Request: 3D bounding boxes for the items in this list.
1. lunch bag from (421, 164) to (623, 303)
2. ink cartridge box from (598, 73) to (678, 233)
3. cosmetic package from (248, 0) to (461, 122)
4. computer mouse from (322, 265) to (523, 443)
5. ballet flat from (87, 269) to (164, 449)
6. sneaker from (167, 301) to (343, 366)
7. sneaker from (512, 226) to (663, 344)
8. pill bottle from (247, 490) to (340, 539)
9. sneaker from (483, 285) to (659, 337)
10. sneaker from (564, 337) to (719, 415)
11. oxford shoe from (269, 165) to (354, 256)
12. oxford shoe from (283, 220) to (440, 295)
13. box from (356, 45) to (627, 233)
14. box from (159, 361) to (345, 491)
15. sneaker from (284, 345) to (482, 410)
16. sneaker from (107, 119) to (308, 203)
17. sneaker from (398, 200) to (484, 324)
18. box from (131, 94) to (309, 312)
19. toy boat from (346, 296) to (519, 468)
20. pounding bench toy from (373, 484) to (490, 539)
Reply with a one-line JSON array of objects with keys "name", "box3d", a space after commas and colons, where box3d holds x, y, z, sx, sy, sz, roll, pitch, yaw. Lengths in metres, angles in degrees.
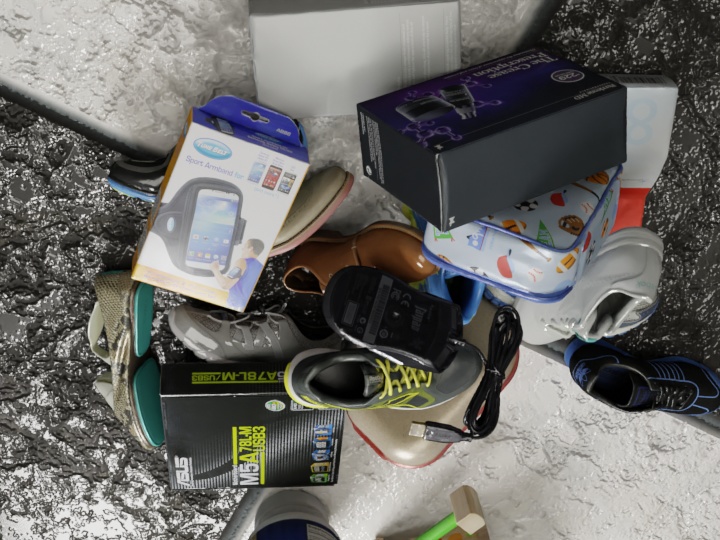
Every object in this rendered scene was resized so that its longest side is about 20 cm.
[{"name": "lunch bag", "box3d": [0.149, -0.060, 1.087, 0.158, 0.200, 0.076, 18, 127, 19]}, {"name": "ink cartridge box", "box3d": [0.229, -0.100, 1.204, 0.158, 0.047, 0.203, 0, 114, -5]}, {"name": "cosmetic package", "box3d": [-0.006, -0.209, 1.107, 0.197, 0.090, 0.108, -2, 118, -2]}, {"name": "computer mouse", "box3d": [0.048, 0.083, 1.100, 0.197, 0.046, 0.142, 15, 79, -13]}, {"name": "ballet flat", "box3d": [-0.251, 0.093, 1.247, 0.074, 0.068, 0.203, 4, 112, 17]}, {"name": "sneaker", "box3d": [-0.108, 0.063, 1.243, 0.198, 0.075, 0.083, 17, 107, -26]}, {"name": "sneaker", "box3d": [0.214, 0.038, 1.143, 0.075, 0.089, 0.200, 22, 143, -21]}, {"name": "pill bottle", "box3d": [-0.073, 0.342, 1.301, 0.118, 0.201, 0.121, -2, 116, -5]}, {"name": "sneaker", "box3d": [0.227, 0.013, 1.224, 0.197, 0.078, 0.085, 8, 149, -12]}, {"name": "sneaker", "box3d": [0.324, 0.133, 1.310, 0.197, 0.078, 0.071, 14, 114, -12]}, {"name": "oxford shoe", "box3d": [-0.099, -0.055, 1.180, 0.199, 0.071, 0.075, -32, 112, 10]}, {"name": "oxford shoe", "box3d": [0.000, 0.000, 1.150, 0.199, 0.071, 0.072, -7, 124, 48]}, {"name": "box", "box3d": [0.117, -0.122, 1.042, 0.198, 0.141, 0.080, -21, 126, -22]}, {"name": "box", "box3d": [-0.115, 0.169, 1.259, 0.190, 0.048, 0.201, -2, 141, -8]}, {"name": "sneaker", "box3d": [0.026, 0.107, 1.143, 0.197, 0.085, 0.076, -7, 92, -7]}, {"name": "sneaker", "box3d": [-0.151, -0.118, 1.149, 0.197, 0.071, 0.084, -14, 111, -4]}, {"name": "sneaker", "box3d": [0.091, -0.037, 1.161, 0.075, 0.105, 0.203, -7, 95, -21]}, {"name": "box", "box3d": [-0.130, -0.063, 1.110, 0.118, 0.042, 0.201, 17, 120, -17]}, {"name": "toy boat", "box3d": [0.084, 0.119, 1.263, 0.200, 0.131, 0.130, -46, 70, -2]}, {"name": "pounding bench toy", "box3d": [0.083, 0.353, 1.366, 0.154, 0.125, 0.202, -16, 116, 3]}]
